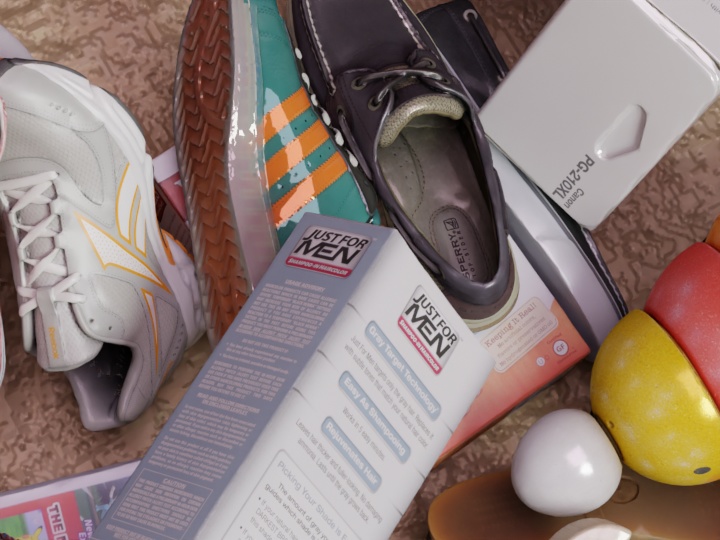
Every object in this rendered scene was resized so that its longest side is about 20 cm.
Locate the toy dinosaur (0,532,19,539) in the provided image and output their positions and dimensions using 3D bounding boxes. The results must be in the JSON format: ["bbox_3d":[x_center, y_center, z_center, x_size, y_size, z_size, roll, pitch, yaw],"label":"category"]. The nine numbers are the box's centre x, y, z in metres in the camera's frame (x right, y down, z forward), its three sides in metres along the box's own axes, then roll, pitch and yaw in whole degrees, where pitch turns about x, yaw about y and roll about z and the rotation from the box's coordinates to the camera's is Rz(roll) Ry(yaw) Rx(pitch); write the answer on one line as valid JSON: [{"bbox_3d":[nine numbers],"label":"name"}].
[{"bbox_3d":[-0.090,0.232,1.203,0.104,0.182,0.201,-16,53,9],"label":"toy dinosaur"}]

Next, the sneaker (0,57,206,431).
[{"bbox_3d":[-0.131,-0.008,1.238,0.075,0.200,0.092,-4,45,29],"label":"sneaker"}]

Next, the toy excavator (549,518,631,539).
[{"bbox_3d":[0.205,0.147,1.224,0.200,0.100,0.195,-42,94,-6],"label":"toy excavator"}]

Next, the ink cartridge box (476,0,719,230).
[{"bbox_3d":[0.161,-0.133,1.314,0.084,0.145,0.200,42,52,3],"label":"ink cartridge box"}]

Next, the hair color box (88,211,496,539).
[{"bbox_3d":[-0.031,0.085,1.180,0.200,0.060,0.099,-57,133,-21],"label":"hair color box"}]

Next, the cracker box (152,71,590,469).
[{"bbox_3d":[0.000,0.000,1.329,0.134,0.058,0.200,-34,83,-16],"label":"cracker box"}]

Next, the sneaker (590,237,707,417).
[{"bbox_3d":[0.194,0.028,1.347,0.087,0.074,0.200,40,73,0],"label":"sneaker"}]

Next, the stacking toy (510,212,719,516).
[{"bbox_3d":[0.157,0.052,1.255,0.199,0.146,0.147,-32,83,-3],"label":"stacking toy"}]

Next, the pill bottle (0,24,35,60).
[{"bbox_3d":[-0.243,-0.036,1.268,0.112,0.112,0.200,34,73,0],"label":"pill bottle"}]

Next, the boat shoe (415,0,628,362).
[{"bbox_3d":[0.081,-0.050,1.351,0.056,0.069,0.201,-31,81,-16],"label":"boat shoe"}]

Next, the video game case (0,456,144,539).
[{"bbox_3d":[-0.156,0.204,1.271,0.181,0.023,0.201,-13,78,-12],"label":"video game case"}]

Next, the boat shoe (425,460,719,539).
[{"bbox_3d":[0.129,0.128,1.307,0.199,0.071,0.071,-5,45,0],"label":"boat shoe"}]

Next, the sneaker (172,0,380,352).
[{"bbox_3d":[-0.036,-0.047,1.272,0.079,0.071,0.201,0,77,-29],"label":"sneaker"}]

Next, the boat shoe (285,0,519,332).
[{"bbox_3d":[0.025,-0.069,1.287,0.072,0.065,0.201,-19,78,-14],"label":"boat shoe"}]

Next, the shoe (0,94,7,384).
[{"bbox_3d":[-0.191,-0.024,1.181,0.071,0.091,0.201,-25,108,-30],"label":"shoe"}]
